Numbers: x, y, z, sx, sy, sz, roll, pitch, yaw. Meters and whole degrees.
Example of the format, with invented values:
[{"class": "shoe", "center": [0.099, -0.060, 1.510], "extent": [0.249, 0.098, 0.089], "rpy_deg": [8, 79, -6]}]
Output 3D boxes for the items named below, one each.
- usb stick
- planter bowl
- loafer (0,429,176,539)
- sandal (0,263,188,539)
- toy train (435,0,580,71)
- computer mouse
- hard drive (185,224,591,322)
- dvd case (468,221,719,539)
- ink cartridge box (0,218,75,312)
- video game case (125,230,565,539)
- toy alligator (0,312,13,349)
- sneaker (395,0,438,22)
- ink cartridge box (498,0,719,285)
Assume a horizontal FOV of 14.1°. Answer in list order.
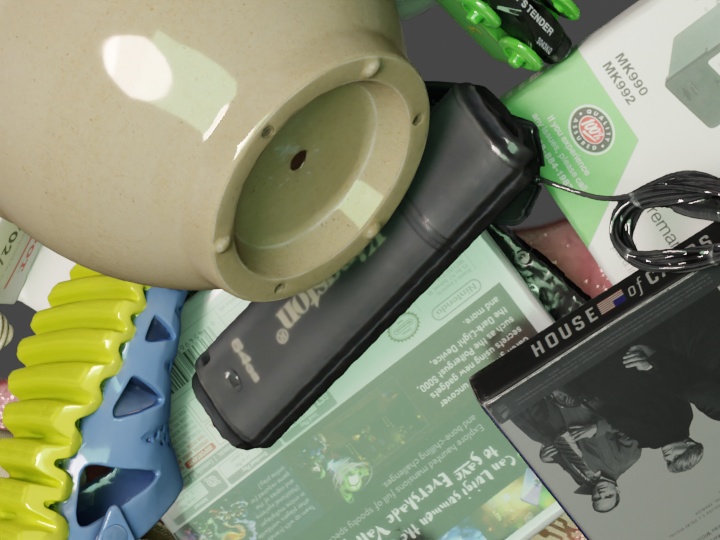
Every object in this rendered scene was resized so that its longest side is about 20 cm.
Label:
[{"class": "usb stick", "center": [0.000, 0.000, 1.260], "extent": [0.200, 0.033, 0.056], "rpy_deg": [-46, 71, 25]}, {"class": "planter bowl", "center": [-0.057, -0.070, 1.201], "extent": [0.135, 0.200, 0.201], "rpy_deg": [40, 99, 32]}, {"class": "loafer", "center": [-0.158, 0.100, 1.354], "extent": [0.200, 0.076, 0.068], "rpy_deg": [38, 96, -9]}, {"class": "sandal", "center": [-0.115, 0.082, 1.292], "extent": [0.087, 0.079, 0.201], "rpy_deg": [22, 85, -32]}, {"class": "toy train", "center": [0.019, -0.155, 1.229], "extent": [0.200, 0.056, 0.042], "rpy_deg": [43, 78, -30]}, {"class": "computer mouse", "center": [0.086, -0.040, 1.245], "extent": [0.199, 0.034, 0.059], "rpy_deg": [18, 101, 29]}, {"class": "hard drive", "center": [-0.011, 0.003, 1.346], "extent": [0.200, 0.038, 0.140], "rpy_deg": [39, 97, 0]}, {"class": "dvd case", "center": [0.157, 0.071, 1.285], "extent": [0.150, 0.025, 0.200], "rpy_deg": [-33, 132, 7]}, {"class": "ink cartridge box", "center": [-0.192, -0.061, 1.322], "extent": [0.199, 0.068, 0.116], "rpy_deg": [28, 97, 14]}, {"class": "video game case", "center": [-0.002, 0.068, 1.323], "extent": [0.200, 0.023, 0.182], "rpy_deg": [-37, 91, 7]}, {"class": "toy alligator", "center": [-0.256, 0.004, 1.335], "extent": [0.199, 0.054, 0.060], "rpy_deg": [8, 64, 23]}, {"class": "sneaker", "center": [0.052, -0.178, 1.309], "extent": [0.200, 0.079, 0.079], "rpy_deg": [-35, 88, 32]}, {"class": "ink cartridge box", "center": [0.181, -0.073, 1.297], "extent": [0.200, 0.084, 0.146], "rpy_deg": [-35, 91, 8]}]
